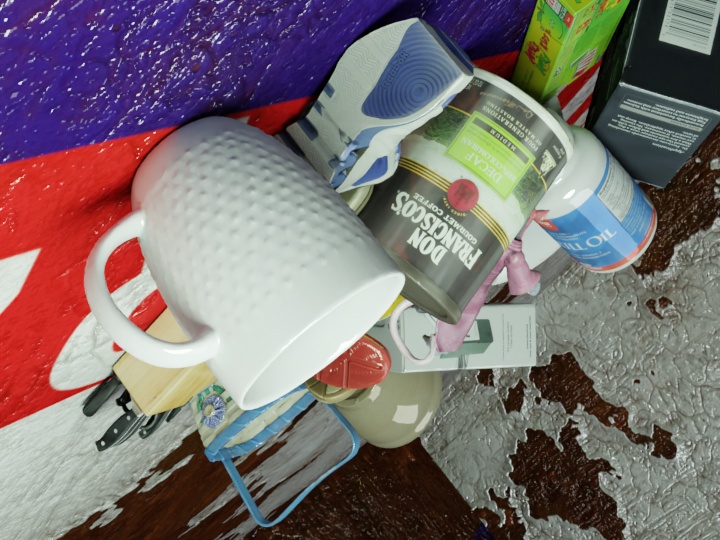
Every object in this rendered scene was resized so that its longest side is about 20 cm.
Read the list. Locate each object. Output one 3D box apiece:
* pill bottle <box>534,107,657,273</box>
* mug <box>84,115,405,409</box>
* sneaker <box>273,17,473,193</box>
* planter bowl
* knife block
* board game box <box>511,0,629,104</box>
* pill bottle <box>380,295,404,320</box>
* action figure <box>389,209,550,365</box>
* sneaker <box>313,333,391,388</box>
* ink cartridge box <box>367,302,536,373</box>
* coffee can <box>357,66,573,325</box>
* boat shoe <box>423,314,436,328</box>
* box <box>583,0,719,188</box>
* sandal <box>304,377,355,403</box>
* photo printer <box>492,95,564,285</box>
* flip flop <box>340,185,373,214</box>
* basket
[{"bbox_3d":[0.237,-0.090,1.117,0.112,0.113,0.200,-43,128,14],"label":"pill bottle"},{"bbox_3d":[-0.095,-0.006,0.700,0.199,0.176,0.148,-29,163,-37],"label":"mug"},{"bbox_3d":[0.009,-0.127,0.837,0.199,0.081,0.115,-38,173,24],"label":"sneaker"},{"bbox_3d":[0.022,0.190,1.722,0.200,0.201,0.134,-43,140,15],"label":"planter bowl"},{"bbox_3d":[-0.201,0.100,1.004,0.175,0.064,0.200,-35,166,-24],"label":"knife block"},{"bbox_3d":[0.224,-0.258,1.048,0.101,0.048,0.200,-38,167,-11],"label":"board game box"},{"bbox_3d":[0.000,0.000,1.135,0.111,0.112,0.200,-40,168,1],"label":"pill bottle"},{"bbox_3d":[0.116,-0.013,1.064,0.148,0.134,0.200,-16,152,-51],"label":"action figure"},{"bbox_3d":[-0.042,0.067,1.151,0.115,0.198,0.079,-39,140,-58],"label":"sneaker"},{"bbox_3d":[0.108,0.086,1.316,0.198,0.085,0.146,0,178,-25],"label":"ink cartridge box"},{"bbox_3d":[0.089,-0.072,0.966,0.201,0.146,0.146,-54,169,-7],"label":"coffee can"},{"bbox_3d":[0.094,-0.007,1.187,0.073,0.202,0.067,-29,-163,-19],"label":"boat shoe"},{"bbox_3d":[0.335,-0.229,1.116,0.200,0.116,0.199,96,12,-73],"label":"box"},{"bbox_3d":[-0.041,0.106,1.218,0.080,0.054,0.200,-23,-153,-8],"label":"sandal"},{"bbox_3d":[0.184,-0.093,1.194,0.166,0.069,0.201,-34,123,-21],"label":"photo printer"},{"bbox_3d":[-0.070,-0.035,0.915,0.200,0.081,0.058,-44,150,4],"label":"flip flop"},{"bbox_3d":[-0.115,0.191,1.243,0.176,0.200,0.139,-44,166,16],"label":"basket"}]
